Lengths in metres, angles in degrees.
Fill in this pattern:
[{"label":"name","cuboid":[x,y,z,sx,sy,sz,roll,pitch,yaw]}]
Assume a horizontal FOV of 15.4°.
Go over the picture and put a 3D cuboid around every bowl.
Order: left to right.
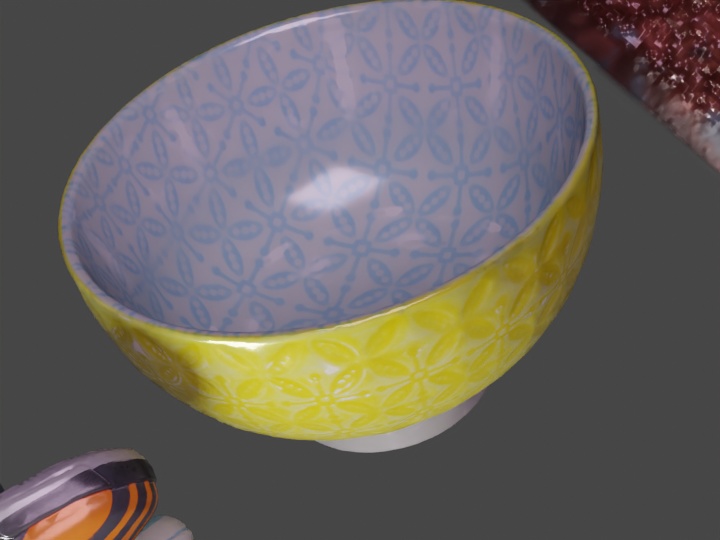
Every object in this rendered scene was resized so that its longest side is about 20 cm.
[{"label":"bowl","cuboid":[0.000,0.000,0.970,0.199,0.201,0.108,-19,125,-2]}]

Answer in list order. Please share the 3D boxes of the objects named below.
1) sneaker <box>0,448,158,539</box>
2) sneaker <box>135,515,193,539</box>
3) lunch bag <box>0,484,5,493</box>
[{"label":"sneaker","cuboid":[-0.119,0.157,0.903,0.200,0.077,0.112,-46,69,18]},{"label":"sneaker","cuboid":[-0.087,0.199,0.972,0.130,0.080,0.201,36,94,7]},{"label":"lunch bag","cuboid":[-0.224,0.062,0.961,0.132,0.136,0.201,-33,85,-3]}]
